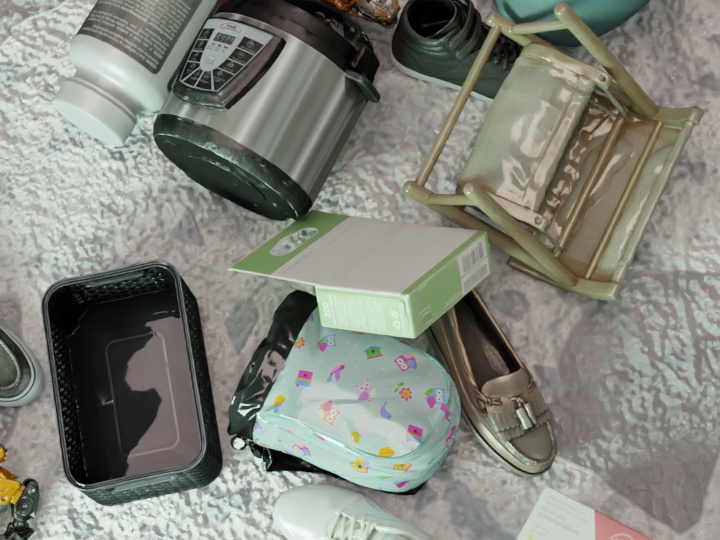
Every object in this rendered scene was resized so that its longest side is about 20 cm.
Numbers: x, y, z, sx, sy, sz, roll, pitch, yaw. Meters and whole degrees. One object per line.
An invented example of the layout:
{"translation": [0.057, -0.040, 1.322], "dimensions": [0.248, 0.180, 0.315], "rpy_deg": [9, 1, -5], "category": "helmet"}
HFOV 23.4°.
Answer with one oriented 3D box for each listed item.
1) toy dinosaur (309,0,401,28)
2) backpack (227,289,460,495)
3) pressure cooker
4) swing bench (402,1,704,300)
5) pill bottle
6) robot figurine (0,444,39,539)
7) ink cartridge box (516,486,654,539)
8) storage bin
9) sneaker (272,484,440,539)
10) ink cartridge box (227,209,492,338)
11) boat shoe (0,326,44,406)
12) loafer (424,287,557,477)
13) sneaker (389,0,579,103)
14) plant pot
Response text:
{"translation": [-0.039, -0.302, 1.703], "dimensions": [0.101, 0.136, 0.201], "rpy_deg": [-30, 73, -3], "category": "toy dinosaur"}
{"translation": [-0.007, 0.121, 1.581], "dimensions": [0.198, 0.127, 0.168], "rpy_deg": [24, 75, 10], "category": "backpack"}
{"translation": [-0.085, -0.170, 1.651], "dimensions": [0.175, 0.179, 0.201], "rpy_deg": [31, 78, -10], "category": "pressure cooker"}
{"translation": [0.181, -0.108, 1.614], "dimensions": [0.199, 0.129, 0.200], "rpy_deg": [33, 78, -26], "category": "swing bench"}
{"translation": [-0.218, -0.228, 1.711], "dimensions": [0.110, 0.111, 0.201], "rpy_deg": [27, 78, 12], "category": "pill bottle"}
{"translation": [-0.387, 0.243, 1.594], "dimensions": [0.145, 0.058, 0.201], "rpy_deg": [37, 80, -26], "category": "robot figurine"}
{"translation": [0.171, 0.308, 1.525], "dimensions": [0.116, 0.068, 0.201], "rpy_deg": [23, 77, 31], "category": "ink cartridge box"}
{"translation": [-0.213, 0.106, 1.623], "dimensions": [0.134, 0.094, 0.202], "rpy_deg": [-12, 72, 2], "category": "storage bin"}
{"translation": [0.011, 0.241, 1.570], "dimensions": [0.198, 0.080, 0.071], "rpy_deg": [21, 78, 12], "category": "sneaker"}
{"translation": [0.000, 0.000, 1.588], "dimensions": [0.198, 0.048, 0.145], "rpy_deg": [6, 28, 33], "category": "ink cartridge box"}
{"translation": [-0.392, 0.061, 1.664], "dimensions": [0.199, 0.071, 0.072], "rpy_deg": [34, 79, 13], "category": "boat shoe"}
{"translation": [0.120, 0.095, 1.601], "dimensions": [0.071, 0.063, 0.201], "rpy_deg": [-22, 70, -27], "category": "loafer"}
{"translation": [0.122, -0.214, 1.681], "dimensions": [0.198, 0.099, 0.071], "rpy_deg": [13, 73, 7], "category": "sneaker"}
{"translation": [0.199, -0.296, 1.668], "dimensions": [0.199, 0.200, 0.136], "rpy_deg": [31, 114, 13], "category": "plant pot"}
